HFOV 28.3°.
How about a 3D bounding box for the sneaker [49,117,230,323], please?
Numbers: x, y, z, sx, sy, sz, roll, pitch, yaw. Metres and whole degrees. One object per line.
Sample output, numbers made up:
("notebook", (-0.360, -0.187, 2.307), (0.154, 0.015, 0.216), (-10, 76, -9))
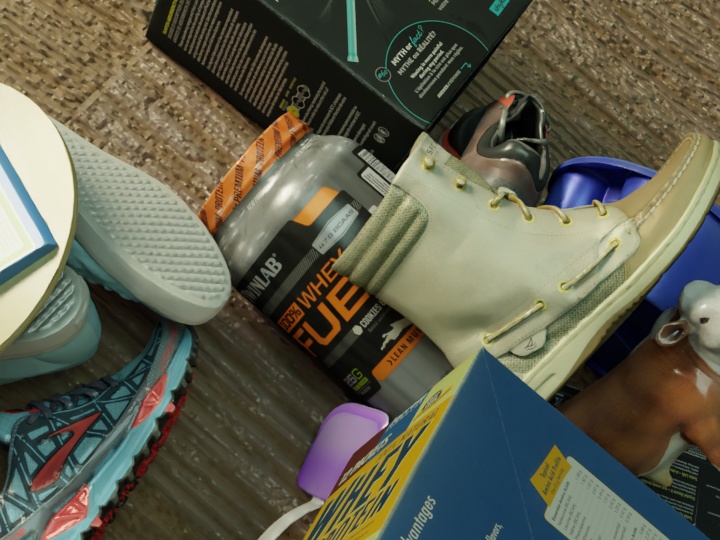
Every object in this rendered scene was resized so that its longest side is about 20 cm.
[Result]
("sneaker", (-0.167, -0.022, 0.869), (0.200, 0.082, 0.074), (38, 40, 12))

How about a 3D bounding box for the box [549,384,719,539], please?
("box", (0.190, 0.180, 0.939), (0.200, 0.044, 0.160), (20, 64, -11))

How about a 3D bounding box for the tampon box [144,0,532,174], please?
("tampon box", (-0.016, -0.174, 0.965), (0.200, 0.126, 0.150), (39, 61, 0))

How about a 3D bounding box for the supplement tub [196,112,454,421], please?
("supplement tub", (0.000, 0.000, 0.903), (0.200, 0.123, 0.123), (40, 62, 1))

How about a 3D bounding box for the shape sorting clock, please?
("shape sorting clock", (-0.251, -0.021, 0.797), (0.200, 0.039, 0.200), (-4, 64, 9))

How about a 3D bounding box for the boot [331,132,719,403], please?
("boot", (0.097, -0.032, 0.813), (0.155, 0.072, 0.200), (40, 94, 2))

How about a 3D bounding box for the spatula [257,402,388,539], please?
("spatula", (-0.052, 0.163, 0.864), (0.200, 0.057, 0.021), (-51, 126, -21))

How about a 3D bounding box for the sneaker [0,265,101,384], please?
("sneaker", (-0.248, 0.042, 0.833), (0.200, 0.082, 0.074), (0, 59, 7))

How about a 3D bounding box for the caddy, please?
("caddy", (0.194, 0.004, 0.937), (0.200, 0.141, 0.105), (44, 66, -36))

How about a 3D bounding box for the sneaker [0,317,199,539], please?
("sneaker", (-0.169, 0.096, 0.830), (0.095, 0.079, 0.200), (33, 62, -2))

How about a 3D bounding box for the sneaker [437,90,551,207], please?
("sneaker", (0.102, -0.081, 0.947), (0.077, 0.082, 0.200), (29, 22, -9))

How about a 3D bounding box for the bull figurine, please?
("bull figurine", (0.183, 0.091, 0.847), (0.121, 0.200, 0.065), (54, 40, 7))

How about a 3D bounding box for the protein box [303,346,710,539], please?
("protein box", (0.070, 0.191, 0.755), (0.200, 0.135, 0.199), (40, 42, -5))
